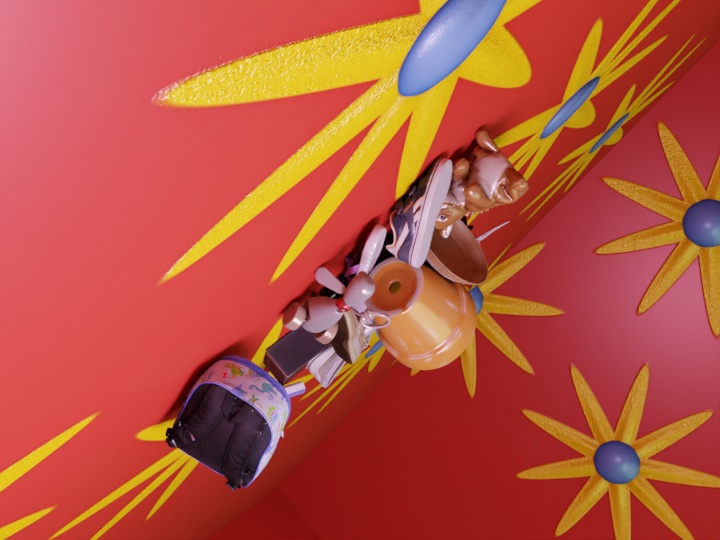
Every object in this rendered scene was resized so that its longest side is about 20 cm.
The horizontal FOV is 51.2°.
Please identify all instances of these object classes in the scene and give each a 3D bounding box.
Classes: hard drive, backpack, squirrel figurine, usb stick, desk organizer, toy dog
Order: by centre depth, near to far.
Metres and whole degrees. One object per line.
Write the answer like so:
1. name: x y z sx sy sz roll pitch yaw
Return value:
1. backpack: -0.212 0.245 1.299 0.200 0.183 0.147 -60 175 38
2. toy dog: -0.047 0.050 1.340 0.199 0.097 0.132 -18 136 24
3. squirrel figurine: 0.211 -0.144 1.435 0.186 0.142 0.200 -39 166 10
4. usb stick: 0.000 0.000 1.482 0.200 0.033 0.056 -40 159 -13
5. hard drive: -0.222 0.268 1.515 0.132 0.026 0.200 -22 172 35
6. desk organizer: -0.104 0.147 1.559 0.200 0.072 0.077 -37 169 -27

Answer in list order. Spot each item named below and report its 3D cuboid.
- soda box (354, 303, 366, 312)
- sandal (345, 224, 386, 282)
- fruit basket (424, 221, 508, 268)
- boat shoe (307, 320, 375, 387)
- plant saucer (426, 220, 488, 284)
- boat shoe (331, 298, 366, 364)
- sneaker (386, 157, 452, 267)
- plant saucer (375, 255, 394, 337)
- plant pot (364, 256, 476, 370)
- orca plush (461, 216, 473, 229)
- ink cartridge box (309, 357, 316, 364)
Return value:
1. soda box: 0.017 0.062 1.668 0.068 0.064 0.200 -44 168 6
2. sandal: 0.000 -0.021 1.385 0.083 0.050 0.203 -54 172 -41
3. fruit basket: 0.212 -0.035 1.639 0.199 0.094 0.185 -21 173 -25
4. boat shoe: -0.029 0.180 1.696 0.202 0.065 0.074 -41 169 10
5. plant saucer: 0.168 -0.047 1.468 0.035 0.201 0.200 -41 170 31
6. boat shoe: -0.025 0.108 1.481 0.066 0.074 0.200 -45 155 -24
7. sneaker: 0.100 -0.111 1.346 0.078 0.079 0.201 -7 117 -64
8. plant saucer: 0.074 0.053 1.653 0.200 0.027 0.201 13 90 -77
9. plant pot: 0.101 0.067 1.450 0.200 0.200 0.183 -43 142 2
10. orca plush: 0.183 -0.123 1.643 0.105 0.072 0.200 3 -174 35
11. ink cartridge box: -0.076 0.160 1.744 0.161 0.050 0.200 -43 166 1
